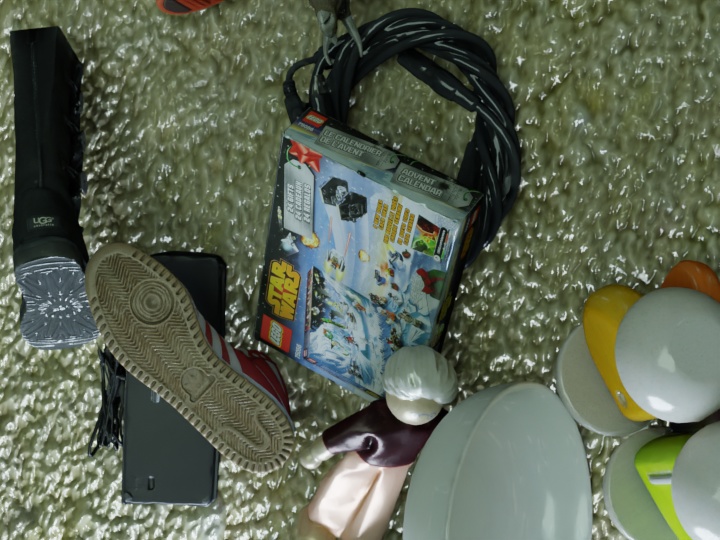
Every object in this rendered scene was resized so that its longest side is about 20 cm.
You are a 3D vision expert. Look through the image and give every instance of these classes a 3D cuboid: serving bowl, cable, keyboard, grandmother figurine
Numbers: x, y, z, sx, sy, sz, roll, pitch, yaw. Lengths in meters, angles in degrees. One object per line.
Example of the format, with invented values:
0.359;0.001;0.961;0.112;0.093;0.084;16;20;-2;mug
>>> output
0.085;0.174;1.024;0.065;0.199;0.202;0;95;36;serving bowl
0.038;-0.083;1.095;0.162;0.051;0.202;-18;92;13;cable
-0.159;0.084;1.195;0.103;0.040;0.202;3;95;-3;keyboard
0.020;0.125;1.064;0.061;0.120;0.201;58;143;31;grandmother figurine

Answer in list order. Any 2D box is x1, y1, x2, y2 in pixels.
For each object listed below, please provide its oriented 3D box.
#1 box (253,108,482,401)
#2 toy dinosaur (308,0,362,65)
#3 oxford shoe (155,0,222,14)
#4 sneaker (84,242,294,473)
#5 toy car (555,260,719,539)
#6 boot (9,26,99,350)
0.000;0.000;1.059;0.136;0.040;0.201;27;136;15;box
0.001;-0.255;1.069;0.077;0.103;0.201;20;66;38;toy dinosaur
-0.084;-0.272;1.115;0.200;0.071;0.073;-42;68;11;oxford shoe
-0.124;0.061;1.118;0.071;0.112;0.200;-40;93;2;sneaker
0.231;0.090;0.992;0.149;0.175;0.202;-22;86;-16;toy car
-0.236;-0.061;1.158;0.065;0.165;0.202;-5;63;-12;boot
